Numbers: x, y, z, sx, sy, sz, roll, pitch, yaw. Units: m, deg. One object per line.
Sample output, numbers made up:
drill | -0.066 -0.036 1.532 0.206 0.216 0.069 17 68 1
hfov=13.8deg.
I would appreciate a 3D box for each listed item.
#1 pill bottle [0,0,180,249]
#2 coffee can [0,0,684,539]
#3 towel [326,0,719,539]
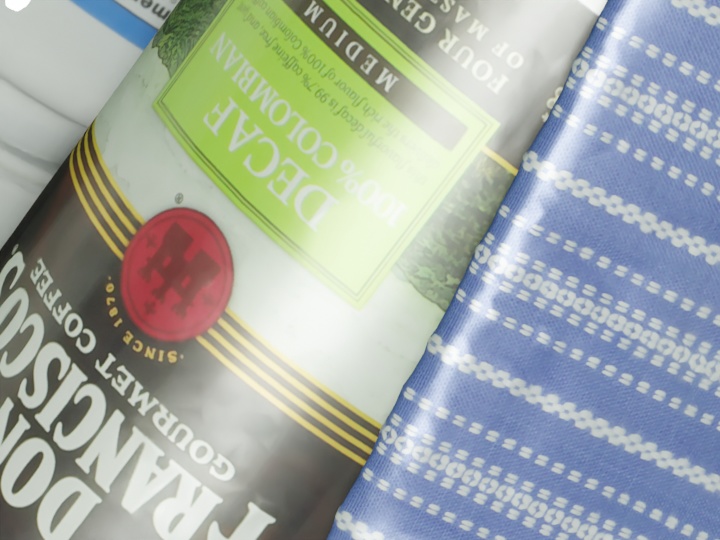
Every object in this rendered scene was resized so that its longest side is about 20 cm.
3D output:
pill bottle | -0.058 -0.105 0.752 0.112 0.112 0.200 41 103 8
coffee can | 0.000 0.000 0.695 0.146 0.146 0.200 39 104 9
towel | 0.090 0.019 0.622 0.144 0.024 0.201 25 104 -10
